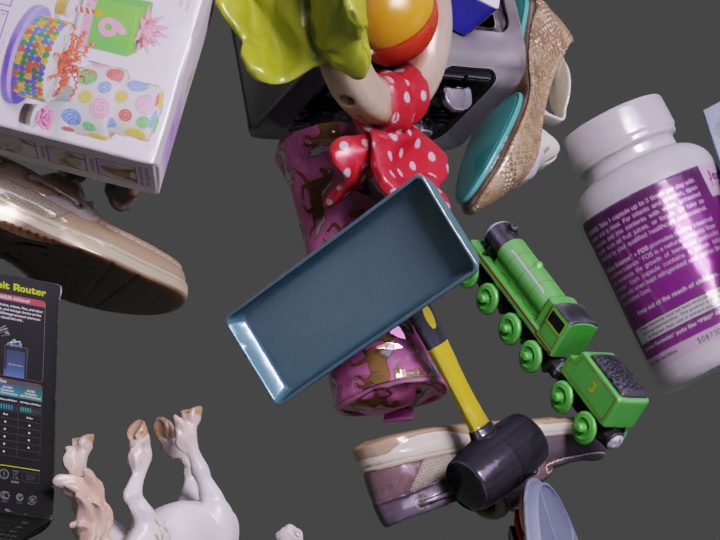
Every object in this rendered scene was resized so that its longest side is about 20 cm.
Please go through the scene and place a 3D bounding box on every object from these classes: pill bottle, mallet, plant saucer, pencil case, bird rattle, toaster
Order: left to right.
[{"bbox_3d":[-0.005,0.014,1.385,0.019,0.200,0.070,-26,82,-52],"label":"plant saucer"},{"bbox_3d":[0.000,0.000,1.464,0.086,0.083,0.201,7,63,-48],"label":"pencil case"},{"bbox_3d":[0.005,-0.192,1.538,0.180,0.119,0.201,3,66,-33],"label":"toaster"},{"bbox_3d":[0.016,-0.138,1.378,0.200,0.112,0.164,48,57,-35],"label":"bird rattle"},{"bbox_3d":[0.059,0.050,1.404,0.066,0.041,0.201,-24,94,-35],"label":"mallet"},{"bbox_3d":[0.225,-0.022,1.601,0.112,0.112,0.201,-19,79,-37],"label":"pill bottle"}]

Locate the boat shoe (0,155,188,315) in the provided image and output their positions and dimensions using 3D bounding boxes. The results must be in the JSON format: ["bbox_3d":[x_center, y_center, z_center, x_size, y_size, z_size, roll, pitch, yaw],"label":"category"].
[{"bbox_3d":[-0.194,-0.033,1.367,0.199,0.072,0.065,23,58,-16],"label":"boat shoe"}]

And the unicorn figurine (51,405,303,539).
[{"bbox_3d":[-0.103,0.154,1.333,0.199,0.074,0.138,-13,85,-39],"label":"unicorn figurine"}]

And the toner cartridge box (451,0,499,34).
[{"bbox_3d":[0.004,-0.241,1.457,0.199,0.043,0.096,22,59,-23],"label":"toner cartridge box"}]

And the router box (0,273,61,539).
[{"bbox_3d":[-0.275,0.068,1.269,0.199,0.062,0.151,12,63,-28],"label":"router box"}]

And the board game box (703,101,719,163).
[{"bbox_3d":[0.324,0.000,1.600,0.200,0.043,0.200,53,19,-33],"label":"board game box"}]

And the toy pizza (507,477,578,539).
[{"bbox_3d":[0.129,0.232,1.409,0.200,0.032,0.201,-17,90,-78],"label":"toy pizza"}]

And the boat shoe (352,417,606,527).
[{"bbox_3d":[0.084,0.134,1.469,0.199,0.072,0.065,-3,82,-37],"label":"boat shoe"}]

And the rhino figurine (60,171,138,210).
[{"bbox_3d":[-0.169,-0.146,1.414,0.060,0.087,0.201,-6,71,-35],"label":"rhino figurine"}]

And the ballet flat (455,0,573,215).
[{"bbox_3d":[0.121,-0.114,1.608,0.065,0.070,0.201,31,57,-22],"label":"ballet flat"}]

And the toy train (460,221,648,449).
[{"bbox_3d":[0.129,0.040,1.499,0.042,0.057,0.200,3,39,-38],"label":"toy train"}]

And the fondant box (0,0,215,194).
[{"bbox_3d":[-0.199,-0.142,1.331,0.199,0.058,0.145,14,71,3],"label":"fondant box"}]
